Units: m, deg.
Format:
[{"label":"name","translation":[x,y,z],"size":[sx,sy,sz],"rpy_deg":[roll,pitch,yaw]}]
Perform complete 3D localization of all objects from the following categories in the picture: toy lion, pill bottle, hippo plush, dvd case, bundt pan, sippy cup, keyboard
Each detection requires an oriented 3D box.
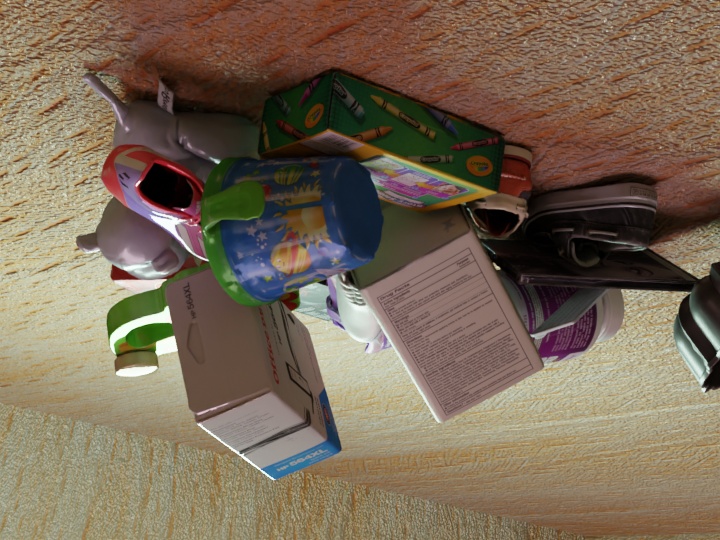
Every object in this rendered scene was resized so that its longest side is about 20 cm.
[{"label":"toy lion","translation":[-0.160,0.040,1.719],"size":[0.197,0.069,0.192],"rpy_deg":[-8,159,-6]},{"label":"pill bottle","translation":[0.202,0.050,1.911],"size":[0.198,0.114,0.112],"rpy_deg":[-6,177,-39]},{"label":"hippo plush","translation":[-0.181,-0.072,1.626],"size":[0.157,0.163,0.200],"rpy_deg":[6,166,7]},{"label":"dvd case","translation":[0.236,-0.006,1.762],"size":[0.197,0.016,0.149],"rpy_deg":[3,-167,-14]},{"label":"bundt pan","translation":[0.390,0.025,1.695],"size":[0.076,0.201,0.202],"rpy_deg":[48,179,20]},{"label":"sippy cup","translation":[-0.055,-0.044,1.520],"size":[0.129,0.141,0.178],"rpy_deg":[-10,-158,29]},{"label":"keyboard","translation":[0.245,0.027,1.825],"size":[0.056,0.011,0.200],"rpy_deg":[-28,-175,36]}]

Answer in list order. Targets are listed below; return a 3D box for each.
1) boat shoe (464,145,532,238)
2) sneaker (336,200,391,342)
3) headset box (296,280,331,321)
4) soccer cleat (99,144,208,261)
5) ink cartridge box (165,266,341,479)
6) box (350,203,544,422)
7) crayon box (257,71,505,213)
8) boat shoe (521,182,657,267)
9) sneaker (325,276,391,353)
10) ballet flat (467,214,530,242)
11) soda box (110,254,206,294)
[{"label":"boat shoe","translation":[0.136,-0.065,1.678],"size":[0.070,0.063,0.200],"rpy_deg":[6,167,0]},{"label":"sneaker","translation":[0.000,0.000,1.782],"size":[0.072,0.071,0.202],"rpy_deg":[19,128,19]},{"label":"headset box","translation":[-0.074,-0.006,1.987],"size":[0.198,0.076,0.148],"rpy_deg":[17,163,-31]},{"label":"soccer cleat","translation":[-0.149,-0.054,1.544],"size":[0.199,0.067,0.076],"rpy_deg":[33,171,-37]},{"label":"ink cartridge box","translation":[-0.101,0.097,1.632],"size":[0.083,0.147,0.200],"rpy_deg":[-21,154,9]},{"label":"box","translation":[0.082,0.031,1.708],"size":[0.127,0.109,0.201],"rpy_deg":[-27,125,4]},{"label":"crayon box","translation":[0.020,-0.114,1.562],"size":[0.198,0.059,0.118],"rpy_deg":[18,163,-32]},{"label":"boat shoe","translation":[0.222,-0.040,1.705],"size":[0.071,0.072,0.200],"rpy_deg":[13,167,-23]},{"label":"sneaker","translation":[-0.010,0.020,1.896],"size":[0.088,0.081,0.200],"rpy_deg":[-31,117,18]},{"label":"ballet flat","translation":[0.177,-0.021,1.850],"size":[0.198,0.047,0.067],"rpy_deg":[12,164,-16]},{"label":"soda box","translation":[-0.170,-0.014,1.821],"size":[0.198,0.071,0.063],"rpy_deg":[-1,164,28]}]
